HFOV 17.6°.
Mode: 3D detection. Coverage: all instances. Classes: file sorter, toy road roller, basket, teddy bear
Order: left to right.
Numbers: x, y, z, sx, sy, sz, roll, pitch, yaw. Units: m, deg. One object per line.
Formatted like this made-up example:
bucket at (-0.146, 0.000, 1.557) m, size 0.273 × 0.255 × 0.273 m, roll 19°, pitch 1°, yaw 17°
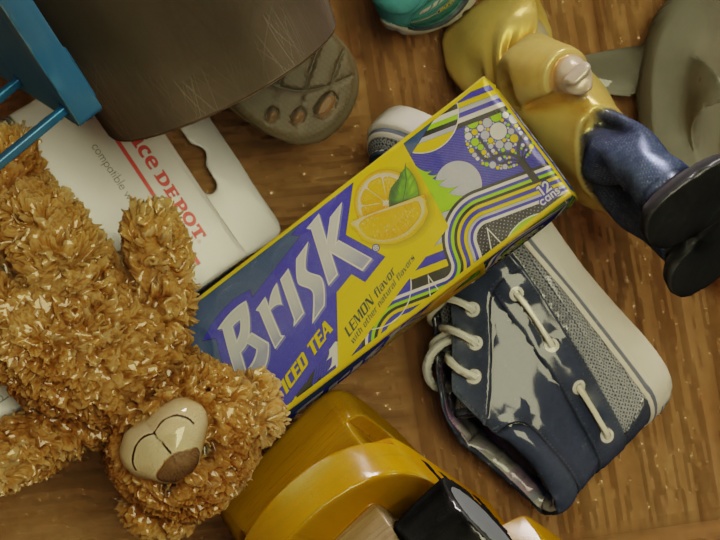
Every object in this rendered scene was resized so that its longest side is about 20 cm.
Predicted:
file sorter at (-0.228, -0.109, 0.976) m, size 0.123 × 0.200 × 0.139 m, roll -41°, pitch 126°, yaw -14°
teddy bear at (-0.123, 0.029, 0.996) m, size 0.144 × 0.067 × 0.201 m, roll -28°, pitch 91°, yaw -17°
basket at (-0.103, -0.168, 0.989) m, size 0.180 × 0.136 × 0.201 m, roll -36°, pitch 110°, yaw -30°
toy road roller at (0.024, 0.141, 1.052) m, size 0.123 × 0.146 × 0.200 m, roll -44°, pitch 138°, yaw 7°

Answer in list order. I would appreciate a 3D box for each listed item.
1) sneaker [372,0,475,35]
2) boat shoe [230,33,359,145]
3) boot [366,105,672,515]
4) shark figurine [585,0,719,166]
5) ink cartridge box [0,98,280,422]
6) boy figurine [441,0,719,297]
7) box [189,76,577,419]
sneaker at (0.056, -0.207, 1.117) m, size 0.077 × 0.080 × 0.201 m, roll 21°, pitch 97°, yaw 13°
boat shoe at (-0.089, -0.133, 1.105) m, size 0.200 × 0.068 × 0.072 m, roll 42°, pitch 83°, yaw -9°
boot at (0.057, 0.019, 1.114) m, size 0.200 × 0.073 × 0.090 m, roll 46°, pitch 66°, yaw -4°
shark figurine at (0.179, -0.059, 1.158) m, size 0.127 × 0.089 × 0.216 m, roll -12°, pitch 81°, yaw -16°
ink cartridge box at (-0.136, -0.017, 1.071) m, size 0.200 × 0.067 × 0.116 m, roll -35°, pitch 90°, yaw -19°
boy figurine at (0.109, -0.067, 1.115) m, size 0.064 × 0.200 × 0.125 m, roll -37°, pitch 135°, yaw -4°
box at (0.000, 0.000, 1.065) m, size 0.200 × 0.064 × 0.070 m, roll -37°, pitch 84°, yaw 7°
